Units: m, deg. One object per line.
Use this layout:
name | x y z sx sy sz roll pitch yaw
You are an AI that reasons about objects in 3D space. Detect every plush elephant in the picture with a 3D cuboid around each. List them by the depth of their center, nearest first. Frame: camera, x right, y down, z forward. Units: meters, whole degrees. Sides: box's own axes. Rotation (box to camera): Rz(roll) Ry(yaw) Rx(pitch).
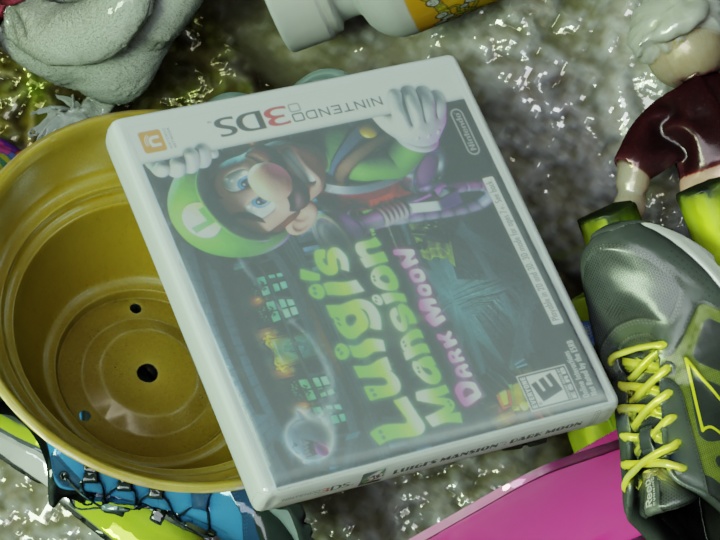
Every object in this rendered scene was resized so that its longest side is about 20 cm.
plush elephant | -0.168 -0.156 1.420 0.154 0.165 0.200 23 111 -20

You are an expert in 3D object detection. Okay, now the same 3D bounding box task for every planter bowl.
planter bowl | -0.092 0.031 1.315 0.200 0.084 0.201 8 57 -12

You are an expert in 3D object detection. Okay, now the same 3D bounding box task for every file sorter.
file sorter | 0.102 0.197 1.340 0.139 0.125 0.200 -33 79 30

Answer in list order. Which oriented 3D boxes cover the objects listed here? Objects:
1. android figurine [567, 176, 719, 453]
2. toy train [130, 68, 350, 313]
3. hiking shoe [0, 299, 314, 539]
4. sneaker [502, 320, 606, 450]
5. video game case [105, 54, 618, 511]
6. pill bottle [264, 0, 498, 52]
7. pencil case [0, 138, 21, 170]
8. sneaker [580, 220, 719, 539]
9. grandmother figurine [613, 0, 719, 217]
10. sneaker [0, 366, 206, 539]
android figurine | 0.173 0.058 1.369 0.182 0.041 0.201 -13 98 41
toy train | -0.051 -0.026 1.407 0.199 0.085 0.114 -14 64 22
hiking shoe | -0.110 0.094 1.378 0.200 0.074 0.087 40 75 11
sneaker | 0.032 0.041 1.399 0.199 0.079 0.089 -8 66 26
video game case | 0.000 0.000 1.298 0.181 0.023 0.200 -13 64 -24
pill bottle | 0.043 -0.184 1.419 0.199 0.113 0.113 -21 81 5
pencil case | -0.209 -0.030 1.395 0.088 0.200 0.089 0 90 5
sneaker | 0.151 0.072 1.308 0.074 0.085 0.200 -28 88 41
grandmother figurine | 0.180 -0.051 1.416 0.121 0.061 0.201 -12 78 -21
sneaker | -0.147 0.073 1.448 0.200 0.074 0.081 38 84 3
